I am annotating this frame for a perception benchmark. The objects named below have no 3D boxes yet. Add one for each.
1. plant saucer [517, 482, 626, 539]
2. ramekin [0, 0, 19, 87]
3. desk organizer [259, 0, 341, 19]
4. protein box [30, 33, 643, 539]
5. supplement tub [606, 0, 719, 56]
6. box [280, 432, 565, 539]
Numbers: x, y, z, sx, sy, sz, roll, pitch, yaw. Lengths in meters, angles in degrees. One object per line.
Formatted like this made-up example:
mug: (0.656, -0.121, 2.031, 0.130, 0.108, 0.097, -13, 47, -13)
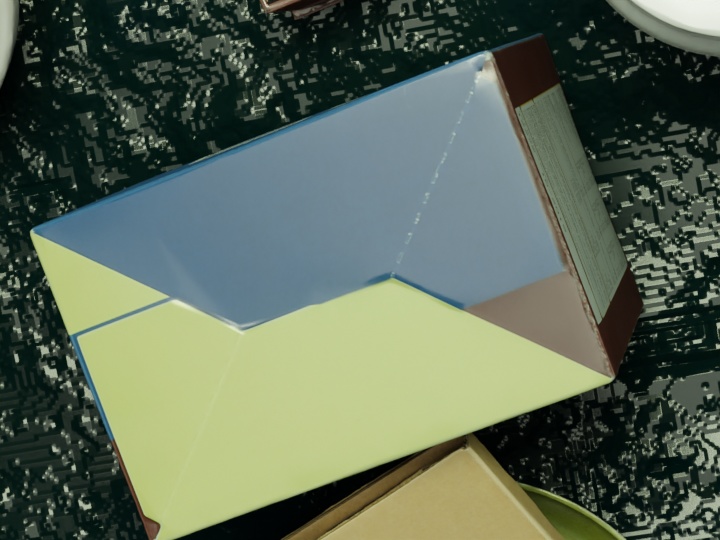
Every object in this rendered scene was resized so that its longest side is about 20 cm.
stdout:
plant saucer: (0.056, 0.191, 1.112, 0.198, 0.031, 0.202, 1, 97, 11)
ramekin: (-0.243, -0.141, 1.062, 0.200, 0.095, 0.204, 1, 126, 2)
desk organizer: (-0.038, -0.216, 1.056, 0.071, 0.077, 0.201, -20, 93, 12)
protein box: (0.000, 0.000, 1.012, 0.197, 0.200, 0.136, -20, 93, 12)
supplement tub: (0.153, -0.157, 0.965, 0.139, 0.200, 0.142, 1, 97, 10)
box: (0.038, 0.176, 1.007, 0.163, 0.021, 0.200, -34, 113, 19)
